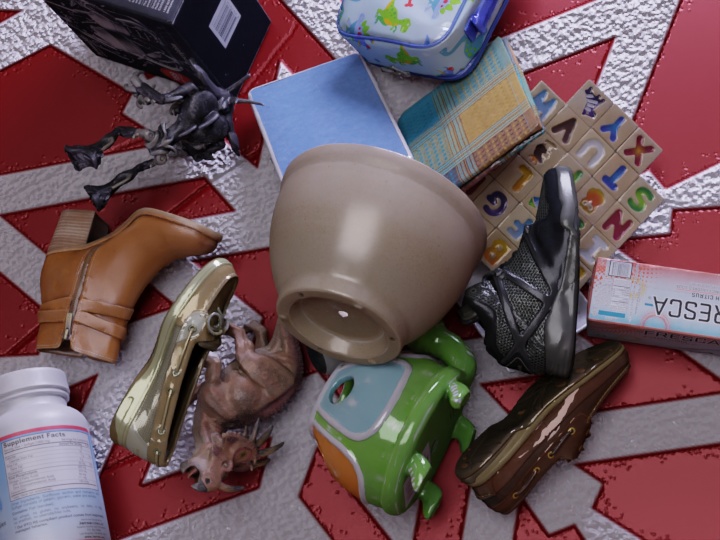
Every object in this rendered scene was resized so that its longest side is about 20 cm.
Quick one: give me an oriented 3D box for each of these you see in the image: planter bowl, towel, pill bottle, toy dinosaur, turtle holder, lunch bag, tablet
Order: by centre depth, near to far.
[{"bbox_3d":[0.000,0.000,1.408,0.200,0.200,0.135,12,59,17],"label":"planter bowl"},{"bbox_3d":[0.034,0.128,1.446,0.132,0.141,0.186,22,91,19],"label":"turtle holder"},{"bbox_3d":[0.103,-0.139,1.502,0.147,0.022,0.200,-37,28,16],"label":"towel"},{"bbox_3d":[-0.107,0.123,1.517,0.200,0.086,0.136,-45,68,-7],"label":"toy dinosaur"},{"bbox_3d":[-0.313,0.203,1.526,0.109,0.109,0.200,-18,69,8],"label":"pill bottle"},{"bbox_3d":[-0.033,-0.145,1.567,0.130,0.014,0.200,-20,44,-3],"label":"tablet"},{"bbox_3d":[0.079,-0.294,1.582,0.161,0.082,0.200,15,73,37],"label":"lunch bag"}]

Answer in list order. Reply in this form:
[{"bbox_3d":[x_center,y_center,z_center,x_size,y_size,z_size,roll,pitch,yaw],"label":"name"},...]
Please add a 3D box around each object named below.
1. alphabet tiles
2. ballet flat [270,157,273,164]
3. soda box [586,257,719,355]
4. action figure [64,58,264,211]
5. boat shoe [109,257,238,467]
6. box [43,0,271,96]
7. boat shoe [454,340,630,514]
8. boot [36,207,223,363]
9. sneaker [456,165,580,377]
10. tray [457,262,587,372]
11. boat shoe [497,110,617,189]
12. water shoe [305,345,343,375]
[{"bbox_3d":[0.187,-0.077,1.488,0.166,0.006,0.200,44,88,-3],"label":"alphabet tiles"},{"bbox_3d":[-0.009,-0.078,1.565,0.063,0.069,0.200,-40,69,-16],"label":"ballet flat"},{"bbox_3d":[0.311,0.039,1.439,0.200,0.068,0.064,9,76,10],"label":"soda box"},{"bbox_3d":[-0.203,-0.147,1.588,0.200,0.119,0.102,-30,34,-11],"label":"action figure"},{"bbox_3d":[-0.162,0.085,1.459,0.063,0.073,0.201,27,81,15],"label":"boat shoe"},{"bbox_3d":[-0.217,-0.280,1.605,0.182,0.200,0.104,21,79,19],"label":"box"},{"bbox_3d":[0.180,0.146,1.453,0.200,0.072,0.068,-42,102,-10],"label":"boat shoe"},{"bbox_3d":[-0.239,0.019,1.587,0.200,0.074,0.155,0,72,26],"label":"boot"},{"bbox_3d":[0.149,-0.004,1.444,0.114,0.076,0.200,5,81,8],"label":"sneaker"},{"bbox_3d":[0.132,0.001,1.519,0.107,0.022,0.200,-31,68,-12],"label":"tray"},{"bbox_3d":[0.157,-0.108,1.520,0.200,0.060,0.076,-26,72,-5],"label":"boat shoe"},{"bbox_3d":[-0.028,0.008,1.551,0.079,0.072,0.200,-9,72,-14],"label":"water shoe"}]
